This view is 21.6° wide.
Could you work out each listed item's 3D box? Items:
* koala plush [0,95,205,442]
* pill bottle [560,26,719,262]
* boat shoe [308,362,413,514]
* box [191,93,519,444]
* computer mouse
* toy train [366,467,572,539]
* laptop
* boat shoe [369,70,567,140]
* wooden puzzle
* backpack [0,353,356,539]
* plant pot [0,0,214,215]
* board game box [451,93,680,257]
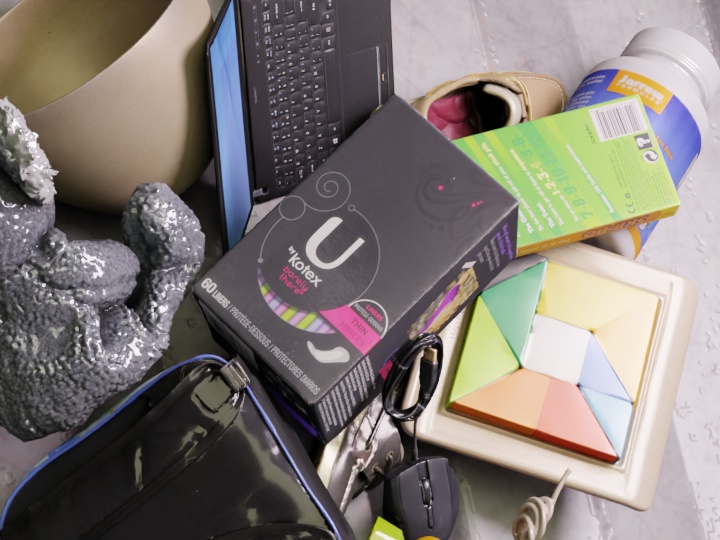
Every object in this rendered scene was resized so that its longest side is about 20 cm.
[{"bbox_3d":[-0.225,-0.015,1.209,0.200,0.177,0.184,59,27,-35],"label":"koala plush"},{"bbox_3d":[0.206,-0.097,1.492,0.112,0.112,0.200,37,63,-4],"label":"pill bottle"},{"bbox_3d":[0.001,0.123,1.356,0.066,0.072,0.202,19,60,-7],"label":"boat shoe"},{"bbox_3d":[0.000,0.000,1.296,0.122,0.106,0.200,42,77,17],"label":"box"},{"bbox_3d":[0.044,0.129,1.313,0.058,0.201,0.034,-16,39,-17],"label":"computer mouse"},{"bbox_3d":[0.052,0.203,1.307,0.115,0.085,0.201,25,92,5],"label":"toy train"},{"bbox_3d":[-0.038,-0.118,1.366,0.199,0.178,0.103,-18,33,-25],"label":"laptop"},{"bbox_3d":[0.098,-0.117,1.465,0.200,0.066,0.074,-20,94,-40],"label":"boat shoe"},{"bbox_3d":[0.143,0.060,1.378,0.199,0.037,0.186,20,68,-6],"label":"wooden puzzle"},{"bbox_3d":[-0.119,0.174,1.239,0.200,0.147,0.183,-33,80,1],"label":"backpack"},{"bbox_3d":[-0.175,-0.119,1.338,0.201,0.200,0.135,-53,127,-28],"label":"plant pot"},{"bbox_3d":[0.125,-0.062,1.388,0.199,0.030,0.096,-14,69,-10],"label":"board game box"}]
